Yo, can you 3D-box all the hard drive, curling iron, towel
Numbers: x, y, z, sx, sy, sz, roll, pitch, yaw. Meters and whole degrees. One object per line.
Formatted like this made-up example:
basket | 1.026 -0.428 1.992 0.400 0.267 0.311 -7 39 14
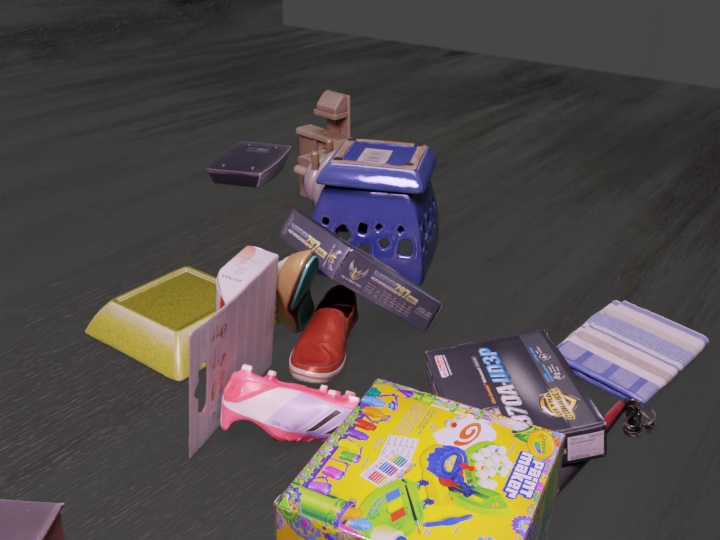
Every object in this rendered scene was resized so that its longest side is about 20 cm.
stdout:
hard drive | -0.233 -0.227 1.662 0.132 0.043 0.201 7 26 11
curling iron | 0.262 0.189 0.849 0.198 0.026 0.049 -22 31 -39
towel | 0.355 0.105 1.032 0.146 0.024 0.198 26 37 37

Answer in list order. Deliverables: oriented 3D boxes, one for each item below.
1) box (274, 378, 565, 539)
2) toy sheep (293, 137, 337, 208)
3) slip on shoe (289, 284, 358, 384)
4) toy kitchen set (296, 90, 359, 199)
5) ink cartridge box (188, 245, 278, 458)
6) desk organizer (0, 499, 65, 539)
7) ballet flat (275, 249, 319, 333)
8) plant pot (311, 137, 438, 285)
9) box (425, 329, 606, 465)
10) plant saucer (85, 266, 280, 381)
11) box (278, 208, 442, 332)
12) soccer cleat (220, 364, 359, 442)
box | 0.057 0.216 0.674 0.190 0.124 0.200 13 28 23
toy sheep | -0.038 -0.162 1.434 0.198 0.140 0.137 26 34 25
slip on shoe | -0.045 0.081 1.018 0.073 0.062 0.201 9 28 11
toy kitchen set | -0.099 -0.271 1.619 0.179 0.166 0.198 -22 34 -40
ink cartridge box | -0.158 0.086 0.886 0.049 0.165 0.200 16 29 17
desk organizer | -0.293 0.274 0.591 0.070 0.078 0.201 3 26 3
ballet flat | -0.093 0.025 1.000 0.062 0.201 0.069 28 63 9
plant pot | 0.027 -0.105 1.267 0.196 0.183 0.201 7 26 10
box | 0.168 0.147 0.883 0.156 0.047 0.201 -10 26 -1
plant saucer | -0.243 0.056 1.074 0.197 0.049 0.199 19 31 32
box | 0.000 0.000 1.077 0.199 0.051 0.157 30 5 -40
soccer cleat | -0.057 0.163 0.863 0.196 0.078 0.067 17 -5 -3
